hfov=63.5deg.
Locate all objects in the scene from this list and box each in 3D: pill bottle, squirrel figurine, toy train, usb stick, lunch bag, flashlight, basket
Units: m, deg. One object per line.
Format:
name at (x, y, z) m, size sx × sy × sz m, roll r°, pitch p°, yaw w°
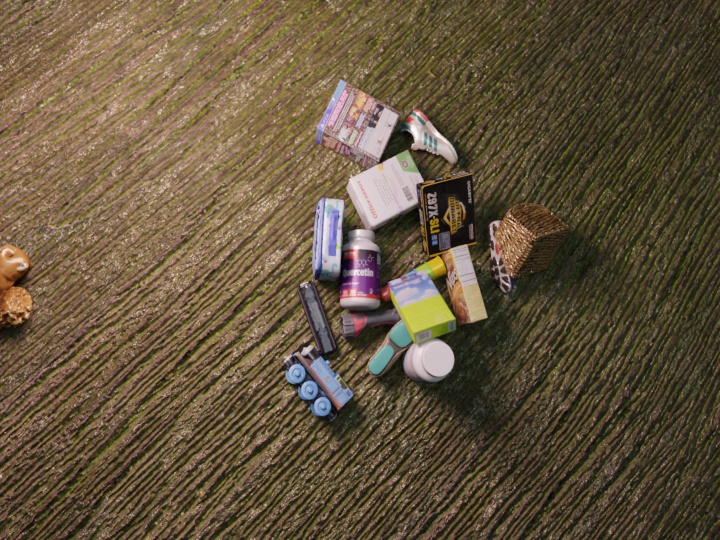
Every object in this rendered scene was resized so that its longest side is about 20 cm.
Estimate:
pill bottle at (0.176, 0.233, 1.510) m, size 0.104 × 0.200 × 0.113 m, roll 1°, pitch 80°, yaw -9°
squirrel figurine at (-0.885, 0.043, 1.426) m, size 0.185 × 0.141 × 0.204 m, roll -35°, pitch 101°, yaw -23°
toy train at (-0.112, 0.289, 1.516) m, size 0.113 × 0.087 × 0.202 m, roll -39°, pitch 90°, yaw -19°
usb stick at (-0.117, 0.130, 1.567) m, size 0.054 × 0.033 × 0.206 m, roll -20°, pitch 84°, yaw -3°
lunch bag at (-0.085, -0.081, 1.542) m, size 0.079 × 0.161 × 0.208 m, roll 4°, pitch 80°, yaw -8°
pill bottle at (0.000, 0.000, 1.567) m, size 0.108 × 0.112 × 0.208 m, roll 2°, pitch 80°, yaw -8°
flashlight at (0.041, 0.142, 1.578) m, size 0.193 × 0.068 × 0.071 m, roll -6°, pitch 89°, yaw -16°
basket at (0.463, -0.089, 1.640) m, size 0.196 × 0.152 × 0.143 m, roll -15°, pitch 48°, yaw -39°

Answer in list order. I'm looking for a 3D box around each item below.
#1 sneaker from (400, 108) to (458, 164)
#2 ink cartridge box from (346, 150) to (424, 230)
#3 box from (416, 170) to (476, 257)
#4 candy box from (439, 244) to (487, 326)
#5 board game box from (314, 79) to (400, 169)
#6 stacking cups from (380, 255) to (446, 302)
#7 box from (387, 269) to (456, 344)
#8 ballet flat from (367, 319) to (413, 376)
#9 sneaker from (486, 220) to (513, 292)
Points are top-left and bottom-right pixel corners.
sneaker at (0.197, -0.368, 1.693) m, size 0.093 × 0.070 × 0.200 m, roll -42°, pitch 91°, yaw 5°
ink cartridge box at (0.076, -0.220, 1.631) m, size 0.196 × 0.084 × 0.148 m, roll -27°, pitch 86°, yaw -13°
box at (0.241, -0.157, 1.615) m, size 0.154 × 0.049 × 0.207 m, roll -14°, pitch 114°, yaw -12°
candy box at (0.281, 0.043, 1.602) m, size 0.053 × 0.115 × 0.207 m, roll -14°, pitch 83°, yaw -12°
board game box at (-0.009, -0.404, 1.642) m, size 0.195 × 0.097 × 0.163 m, roll 27°, pitch 77°, yaw -3°
stacking cups at (0.143, 0.029, 1.610) m, size 0.195 × 0.061 × 0.062 m, roll -27°, pitch 85°, yaw -13°
box at (0.157, 0.092, 1.519) m, size 0.118 × 0.049 × 0.202 m, roll -17°, pitch 41°, yaw -9°
ballet flat at (0.092, 0.201, 1.565) m, size 0.200 × 0.065 × 0.071 m, roll -45°, pitch 77°, yaw -2°
sneaker at (0.419, -0.042, 1.662) m, size 0.080 × 0.080 × 0.208 m, roll -2°, pitch 83°, yaw -20°
